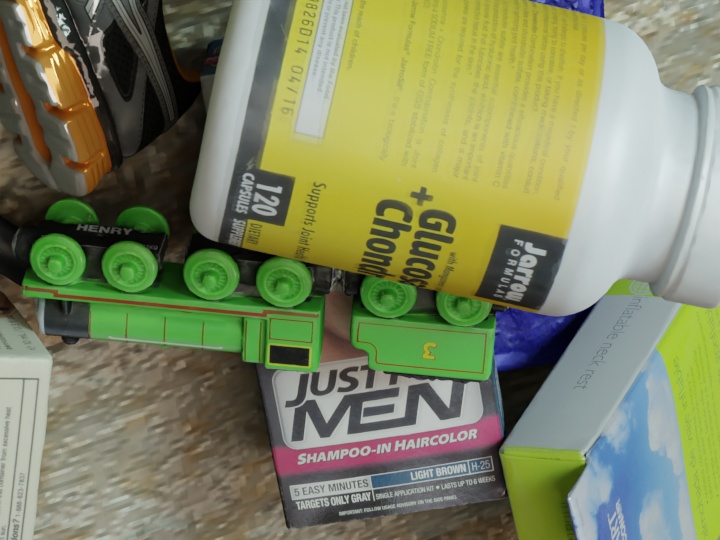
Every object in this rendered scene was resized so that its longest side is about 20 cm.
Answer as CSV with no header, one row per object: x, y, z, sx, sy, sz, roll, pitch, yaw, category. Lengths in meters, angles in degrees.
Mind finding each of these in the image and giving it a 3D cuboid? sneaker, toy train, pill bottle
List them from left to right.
-0.120,-0.133,0.949,0.077,0.078,0.201,-28,120,-27,sneaker
-0.039,0.011,0.959,0.199,0.042,0.057,5,121,3,toy train
0.043,-0.046,0.897,0.199,0.112,0.113,12,103,-3,pill bottle

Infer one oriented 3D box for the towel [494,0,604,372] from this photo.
0.045,-0.049,1.052,0.147,0.050,0.201,-11,111,-20,towel

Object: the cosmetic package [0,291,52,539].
-0.231,0.065,0.952,0.199,0.087,0.104,3,107,-25,cosmetic package

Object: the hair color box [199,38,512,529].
0.000,0.000,1.005,0.099,0.061,0.201,-9,108,4,hair color box

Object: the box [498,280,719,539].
0.120,0.085,1.061,0.200,0.047,0.123,-50,134,-47,box

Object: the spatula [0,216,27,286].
-0.193,-0.040,0.970,0.200,0.021,0.057,32,105,-30,spatula
